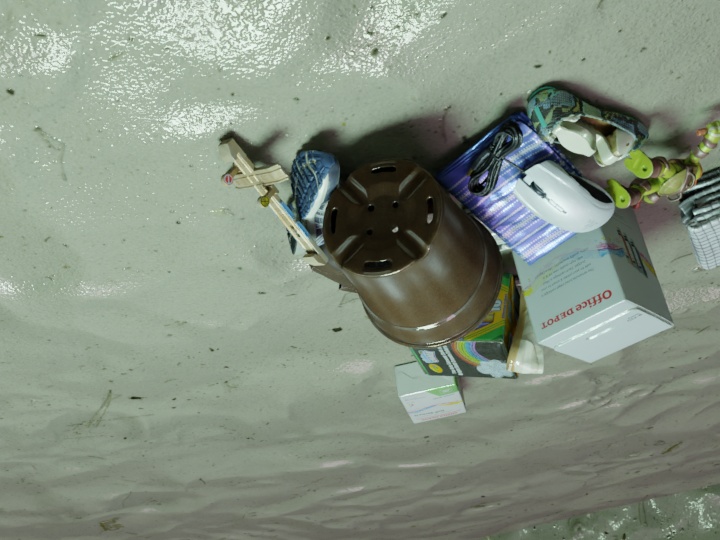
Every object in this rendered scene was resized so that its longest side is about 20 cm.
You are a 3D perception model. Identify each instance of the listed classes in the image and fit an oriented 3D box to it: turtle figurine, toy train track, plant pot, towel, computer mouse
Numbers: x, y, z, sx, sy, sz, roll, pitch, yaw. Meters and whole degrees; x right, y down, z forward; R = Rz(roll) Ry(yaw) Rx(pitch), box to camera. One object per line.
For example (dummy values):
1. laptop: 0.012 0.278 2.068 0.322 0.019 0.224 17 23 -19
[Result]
1. turtle figurine: 0.395 -0.118 1.094 0.161 0.065 0.200 -13 160 -33
2. toy train track: -0.110 -0.073 1.025 0.114 0.033 0.200 -2 134 50
3. plant pot: 0.059 -0.027 1.038 0.199 0.201 0.198 -17 153 15
4. towel: 0.565 -0.093 1.205 0.199 0.086 0.165 -24 148 21
5. computer mouse: 0.233 -0.099 1.038 0.199 0.044 0.110 25 130 -15
6. towel: 0.211 -0.100 1.080 0.200 0.024 0.145 39 124 -23

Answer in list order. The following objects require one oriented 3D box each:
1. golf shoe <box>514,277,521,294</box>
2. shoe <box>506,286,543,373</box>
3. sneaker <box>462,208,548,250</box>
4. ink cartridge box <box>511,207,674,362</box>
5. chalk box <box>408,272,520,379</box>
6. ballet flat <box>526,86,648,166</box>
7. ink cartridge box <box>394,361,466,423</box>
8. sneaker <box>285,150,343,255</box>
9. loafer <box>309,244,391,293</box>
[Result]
1. golf shoe: 0.285 0.059 1.380 0.199 0.092 0.075 -11 150 8
2. shoe: 0.263 0.073 1.259 0.053 0.201 0.070 8 141 18
3. sneaker: 0.189 -0.067 1.168 0.081 0.075 0.200 26 135 -32
4. ink cartridge box: 0.323 0.006 1.190 0.144 0.201 0.145 22 139 -40
5. chalk box: 0.148 0.087 1.322 0.199 0.124 0.125 0 147 24
6. ballet flat: 0.285 -0.163 1.030 0.199 0.075 0.074 11 145 -30
7. ink cartridge box: 0.146 0.247 1.680 0.116 0.068 0.200 -14 149 9
8. sneaker: -0.044 -0.094 1.074 0.085 0.077 0.200 -10 158 -17
9. loafer: 0.000 0.000 1.241 0.071 0.073 0.200 -19 145 37
